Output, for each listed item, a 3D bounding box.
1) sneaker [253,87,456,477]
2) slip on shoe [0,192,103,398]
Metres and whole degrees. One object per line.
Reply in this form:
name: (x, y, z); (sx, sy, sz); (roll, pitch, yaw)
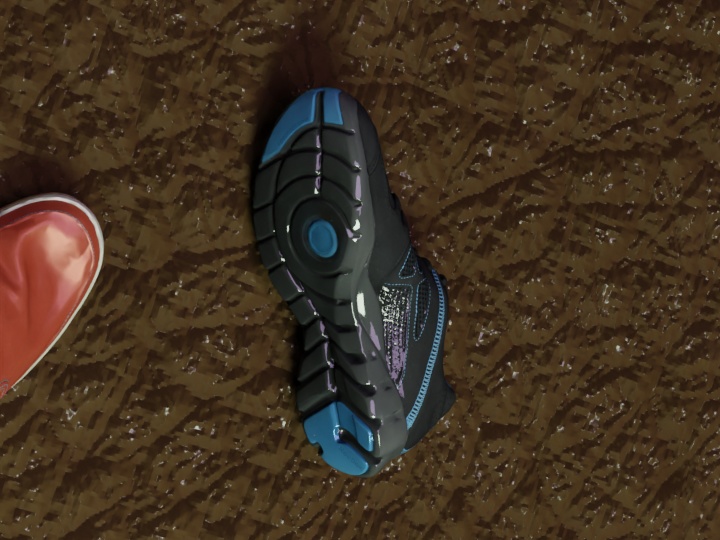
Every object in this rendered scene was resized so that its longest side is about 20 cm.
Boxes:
sneaker: (0.000, 0.000, 1.333); (0.082, 0.073, 0.201); (-25, 116, -44)
slip on shoe: (-0.190, 0.042, 1.217); (0.200, 0.061, 0.074); (-45, 115, -20)
